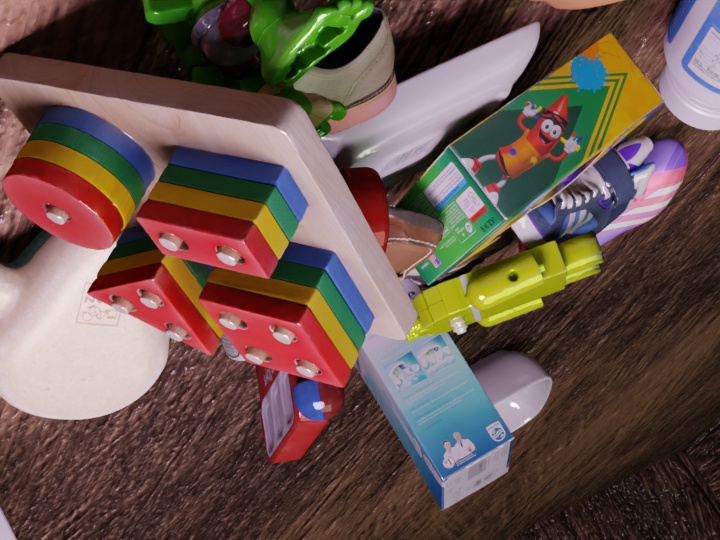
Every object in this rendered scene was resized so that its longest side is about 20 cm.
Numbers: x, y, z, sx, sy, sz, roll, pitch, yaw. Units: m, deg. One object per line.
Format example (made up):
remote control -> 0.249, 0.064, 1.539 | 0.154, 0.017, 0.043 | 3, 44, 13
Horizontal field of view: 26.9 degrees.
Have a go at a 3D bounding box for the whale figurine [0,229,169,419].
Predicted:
whale figurine -> -0.186, 0.002, 1.015 | 0.159, 0.104, 0.200 | 4, 121, -25

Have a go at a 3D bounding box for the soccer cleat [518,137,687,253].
soccer cleat -> 0.249, -0.065, 1.547 | 0.200, 0.067, 0.076 | -39, 155, 28

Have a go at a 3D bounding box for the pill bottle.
pill bottle -> 0.313, -0.202, 1.230 | 0.112, 0.112, 0.200 | -25, 161, -20

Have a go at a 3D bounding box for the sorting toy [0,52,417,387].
sorting toy -> -0.095, -0.019, 0.836 | 0.070, 0.198, 0.200 | -63, 147, -23

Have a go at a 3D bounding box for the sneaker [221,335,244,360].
sneaker -> -0.109, 0.012, 1.180 | 0.082, 0.078, 0.200 | -23, 150, -13

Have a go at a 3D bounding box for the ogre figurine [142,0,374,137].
ogre figurine -> -0.060, -0.138, 0.797 | 0.098, 0.120, 0.200 | -32, 163, -11

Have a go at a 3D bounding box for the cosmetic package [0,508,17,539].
cosmetic package -> -0.362, 0.263, 1.200 | 0.123, 0.200, 0.199 | -12, 153, -45

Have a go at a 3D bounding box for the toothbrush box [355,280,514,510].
toothbrush box -> 0.066, 0.124, 1.517 | 0.085, 0.200, 0.146 | -30, 160, -8

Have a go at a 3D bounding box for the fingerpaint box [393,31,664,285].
fingerpaint box -> 0.123, -0.082, 1.187 | 0.167, 0.073, 0.200 | -36, 177, -20

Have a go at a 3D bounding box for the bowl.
bowl -> 0.149, 0.180, 1.980 | 0.200, 0.075, 0.200 | -28, 161, -10

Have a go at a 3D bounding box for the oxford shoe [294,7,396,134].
oxford shoe -> -0.065, -0.112, 0.956 | 0.200, 0.071, 0.074 | -31, 148, -23

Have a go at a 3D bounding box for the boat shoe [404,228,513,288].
boat shoe -> 0.064, -0.016, 1.371 | 0.200, 0.072, 0.065 | -17, 152, -51

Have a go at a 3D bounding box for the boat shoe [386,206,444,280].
boat shoe -> 0.000, 0.000, 1.190 | 0.075, 0.074, 0.200 | 14, 164, -25

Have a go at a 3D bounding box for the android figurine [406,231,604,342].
android figurine -> 0.128, 0.020, 1.399 | 0.199, 0.041, 0.182 | -22, 170, 1

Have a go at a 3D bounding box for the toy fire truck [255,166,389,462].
toy fire truck -> -0.043, 0.029, 1.015 | 0.112, 0.168, 0.200 | -5, 161, -18

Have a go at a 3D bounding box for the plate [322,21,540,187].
plate -> 0.030, -0.097, 1.113 | 0.200, 0.032, 0.200 | -27, 172, -18

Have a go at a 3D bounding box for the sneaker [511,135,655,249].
sneaker -> 0.202, -0.087, 1.405 | 0.146, 0.081, 0.200 | -42, 158, 11

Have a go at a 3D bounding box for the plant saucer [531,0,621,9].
plant saucer -> 0.204, -0.213, 0.992 | 0.200, 0.032, 0.200 | -20, -167, 5
